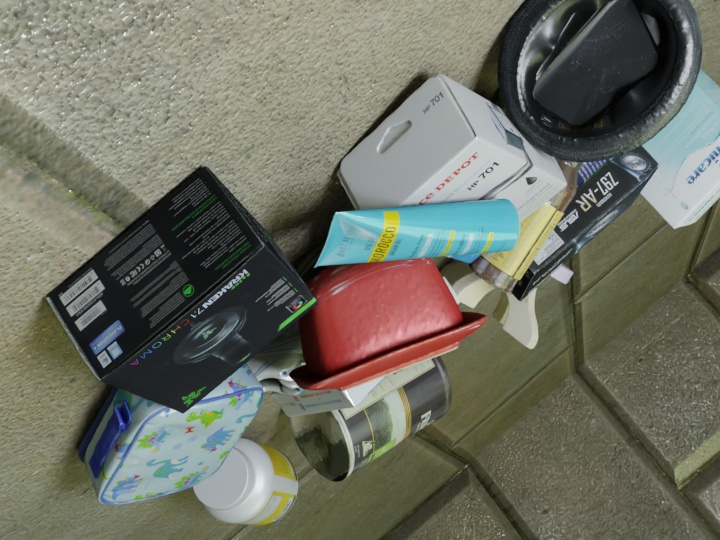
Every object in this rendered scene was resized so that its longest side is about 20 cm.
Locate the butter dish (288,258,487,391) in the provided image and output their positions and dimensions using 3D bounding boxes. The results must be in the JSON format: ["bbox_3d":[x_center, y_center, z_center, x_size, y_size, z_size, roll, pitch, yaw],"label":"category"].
[{"bbox_3d":[0.007,0.028,1.047,0.197,0.151,0.199,-19,-178,-9],"label":"butter dish"}]

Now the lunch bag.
[{"bbox_3d":[-0.205,0.163,1.085,0.159,0.083,0.201,-8,144,-41],"label":"lunch bag"}]

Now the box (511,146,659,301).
[{"bbox_3d":[0.261,-0.056,1.245,0.199,0.044,0.160,-40,168,-8],"label":"box"}]

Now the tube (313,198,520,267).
[{"bbox_3d":[0.055,-0.037,0.955,0.196,0.051,0.078,-6,140,-25],"label":"tube"}]

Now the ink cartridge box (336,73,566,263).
[{"bbox_3d":[0.095,-0.095,1.028,0.146,0.087,0.199,-40,153,24],"label":"ink cartridge box"}]

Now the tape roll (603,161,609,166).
[{"bbox_3d":[0.329,-0.124,1.518,0.199,0.048,0.201,-35,159,-15],"label":"tape roll"}]

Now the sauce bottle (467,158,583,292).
[{"bbox_3d":[0.194,-0.074,1.118,0.202,0.064,0.064,-57,157,12],"label":"sauce bottle"}]

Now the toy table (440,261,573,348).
[{"bbox_3d":[0.202,0.011,1.408,0.199,0.184,0.118,28,100,-41],"label":"toy table"}]

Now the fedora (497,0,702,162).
[{"bbox_3d":[0.236,-0.209,1.016,0.201,0.200,0.092,-46,180,19],"label":"fedora"}]

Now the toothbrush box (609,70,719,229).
[{"bbox_3d":[0.393,-0.178,1.294,0.085,0.201,0.147,-13,147,-50],"label":"toothbrush box"}]

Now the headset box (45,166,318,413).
[{"bbox_3d":[-0.146,0.028,0.906,0.173,0.093,0.200,-39,161,-2],"label":"headset box"}]

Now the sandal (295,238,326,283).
[{"bbox_3d":[0.001,-0.001,1.153,0.198,0.058,0.080,-12,146,-36],"label":"sandal"}]

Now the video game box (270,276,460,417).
[{"bbox_3d":[0.004,0.095,1.242,0.200,0.047,0.181,-42,-168,-29],"label":"video game box"}]

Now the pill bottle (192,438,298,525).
[{"bbox_3d":[-0.162,0.293,1.417,0.112,0.113,0.200,-39,160,0],"label":"pill bottle"}]

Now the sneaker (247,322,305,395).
[{"bbox_3d":[-0.075,0.096,1.179,0.198,0.087,0.075,-34,154,-13],"label":"sneaker"}]

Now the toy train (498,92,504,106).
[{"bbox_3d":[0.188,-0.190,1.106,0.200,0.057,0.041,-49,158,21],"label":"toy train"}]

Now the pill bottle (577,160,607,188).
[{"bbox_3d":[0.229,-0.149,1.187,0.200,0.111,0.111,-43,160,8],"label":"pill bottle"}]

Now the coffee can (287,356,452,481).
[{"bbox_3d":[0.013,0.189,1.463,0.198,0.147,0.147,-26,156,-33],"label":"coffee can"}]
